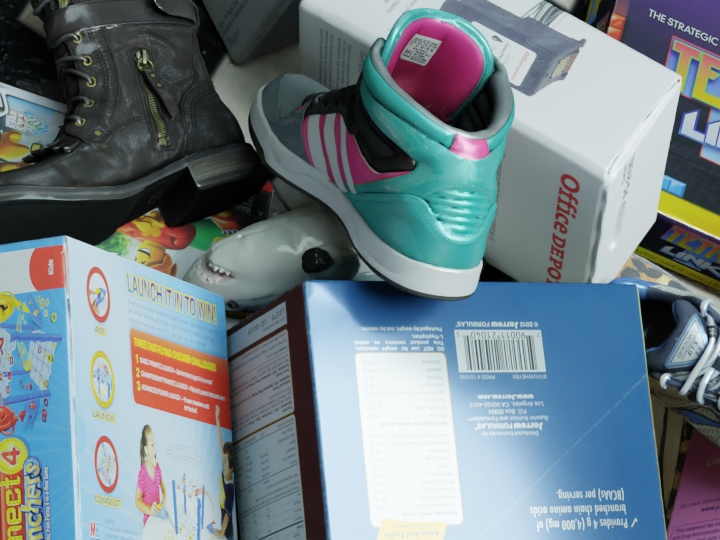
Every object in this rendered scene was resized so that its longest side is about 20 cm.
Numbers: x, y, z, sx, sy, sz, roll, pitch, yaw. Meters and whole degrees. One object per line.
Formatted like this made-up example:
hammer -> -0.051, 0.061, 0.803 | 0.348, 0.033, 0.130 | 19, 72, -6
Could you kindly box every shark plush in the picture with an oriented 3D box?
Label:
shark plush -> 0.000, 0.000, 1.544 | 0.200, 0.083, 0.091 | 4, 40, -41

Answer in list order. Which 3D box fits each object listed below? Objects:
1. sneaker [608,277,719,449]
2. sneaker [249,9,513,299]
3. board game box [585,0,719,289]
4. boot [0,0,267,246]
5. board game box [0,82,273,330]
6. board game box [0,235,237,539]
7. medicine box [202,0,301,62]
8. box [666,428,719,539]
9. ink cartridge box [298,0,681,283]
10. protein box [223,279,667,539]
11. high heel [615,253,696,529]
sneaker -> 0.193, 0.059, 1.484 | 0.085, 0.200, 0.077 | 37, 85, -41
sneaker -> 0.013, -0.084, 1.436 | 0.084, 0.121, 0.200 | 2, 28, -35
board game box -> 0.221, -0.076, 1.690 | 0.200, 0.057, 0.166 | 23, 62, -11
boot -> -0.153, -0.104, 1.517 | 0.200, 0.069, 0.174 | -12, 70, -38
board game box -> -0.154, -0.023, 1.535 | 0.200, 0.035, 0.126 | 18, 63, -14
board game box -> -0.124, 0.097, 1.389 | 0.056, 0.200, 0.196 | -8, 78, 19
medicine box -> -0.028, -0.251, 1.649 | 0.182, 0.103, 0.200 | -22, 77, -29
box -> 0.276, 0.125, 1.573 | 0.176, 0.097, 0.200 | 37, 55, -30
ink cartridge box -> 0.069, -0.085, 1.545 | 0.200, 0.145, 0.084 | 31, 62, 17
protein box -> 0.043, 0.118, 1.474 | 0.198, 0.135, 0.200 | 1, 76, -24
high heel -> 0.153, 0.079, 1.589 | 0.200, 0.071, 0.143 | 50, 52, -6
